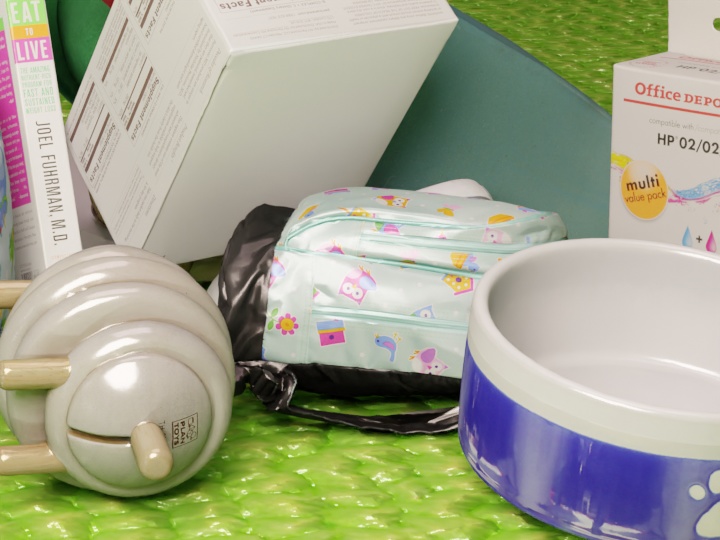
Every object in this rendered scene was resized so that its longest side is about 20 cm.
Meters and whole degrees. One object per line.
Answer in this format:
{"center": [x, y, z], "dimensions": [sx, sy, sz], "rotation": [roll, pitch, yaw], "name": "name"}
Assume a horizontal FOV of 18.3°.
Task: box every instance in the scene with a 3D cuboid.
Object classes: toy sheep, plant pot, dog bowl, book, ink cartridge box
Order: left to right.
{"center": [-0.214, -0.072, 1.388], "dimensions": [0.048, 0.202, 0.133], "rotation": [-8, -1, -24], "name": "book"}
{"center": [-0.128, 0.054, 1.149], "dimensions": [0.137, 0.139, 0.200], "rotation": [-5, 31, -15], "name": "toy sheep"}
{"center": [0.092, -0.091, 1.570], "dimensions": [0.199, 0.142, 0.141], "rotation": [26, 10, -16], "name": "plant pot"}
{"center": [0.150, 0.060, 1.139], "dimensions": [0.198, 0.079, 0.200], "rotation": [6, 25, -3], "name": "dog bowl"}
{"center": [0.225, -0.074, 1.451], "dimensions": [0.115, 0.202, 0.068], "rotation": [13, 21, 40], "name": "ink cartridge box"}

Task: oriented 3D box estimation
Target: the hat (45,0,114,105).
{"center": [-0.138, -0.118, 1.368], "dimensions": [0.200, 0.165, 0.177], "rotation": [39, 26, -22], "name": "hat"}

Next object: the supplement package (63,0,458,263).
{"center": [-0.063, -0.112, 1.308], "dimensions": [0.155, 0.200, 0.111], "rotation": [-12, 60, -32], "name": "supplement package"}

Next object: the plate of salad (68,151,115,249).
{"center": [-0.210, -0.047, 1.551], "dimensions": [0.199, 0.048, 0.200], "rotation": [29, 22, -13], "name": "plate of salad"}

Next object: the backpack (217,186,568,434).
{"center": [0.023, 0.016, 1.274], "dimensions": [0.198, 0.128, 0.167], "rotation": [4, 13, 5], "name": "backpack"}

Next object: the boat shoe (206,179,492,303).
{"center": [0.000, 0.000, 1.417], "dimensions": [0.199, 0.069, 0.057], "rotation": [-21, 55, -10], "name": "boat shoe"}

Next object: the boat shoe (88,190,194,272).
{"center": [-0.147, -0.057, 1.501], "dimensions": [0.071, 0.073, 0.200], "rotation": [14, 21, -14], "name": "boat shoe"}

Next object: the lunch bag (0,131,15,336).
{"center": [-0.257, -0.017, 1.307], "dimensions": [0.126, 0.172, 0.200], "rotation": [-8, 19, -27], "name": "lunch bag"}

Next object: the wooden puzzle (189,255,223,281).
{"center": [-0.032, -0.015, 1.560], "dimensions": [0.183, 0.038, 0.200], "rotation": [-2, 11, -4], "name": "wooden puzzle"}
